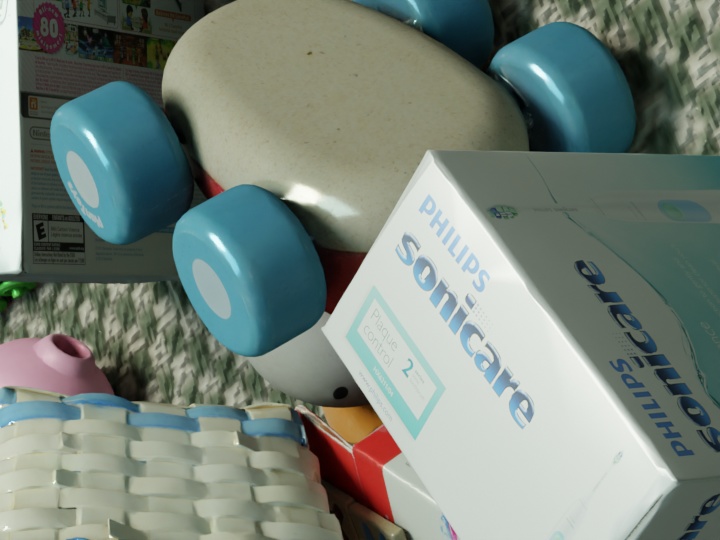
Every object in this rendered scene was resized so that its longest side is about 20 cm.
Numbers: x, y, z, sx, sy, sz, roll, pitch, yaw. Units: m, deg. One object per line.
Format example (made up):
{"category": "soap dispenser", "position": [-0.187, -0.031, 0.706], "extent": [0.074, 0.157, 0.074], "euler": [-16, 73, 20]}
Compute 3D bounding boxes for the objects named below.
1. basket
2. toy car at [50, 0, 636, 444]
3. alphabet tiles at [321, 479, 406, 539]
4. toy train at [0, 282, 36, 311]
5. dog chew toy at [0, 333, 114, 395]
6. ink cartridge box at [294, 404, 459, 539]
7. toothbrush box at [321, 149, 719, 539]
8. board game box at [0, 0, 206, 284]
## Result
{"category": "basket", "position": [-0.078, 0.148, 0.886], "extent": [0.139, 0.176, 0.200], "euler": [110, 162, -44]}
{"category": "toy car", "position": [0.000, 0.000, 0.983], "extent": [0.177, 0.184, 0.200], "euler": [38, 147, 42]}
{"category": "alphabet tiles", "position": [-0.015, 0.143, 1.013], "extent": [0.200, 0.008, 0.168], "euler": [24, 140, 54]}
{"category": "toy train", "position": [-0.187, -0.012, 1.252], "extent": [0.200, 0.056, 0.042], "euler": [-32, 67, 45]}
{"category": "dog chew toy", "position": [-0.187, 0.121, 1.210], "extent": [0.125, 0.124, 0.200], "euler": [45, 116, 40]}
{"category": "ink cartridge box", "position": [0.067, 0.117, 0.910], "extent": [0.200, 0.067, 0.116], "euler": [31, 145, 45]}
{"category": "toothbrush box", "position": [0.112, 0.038, 0.789], "extent": [0.147, 0.200, 0.085], "euler": [55, 128, 33]}
{"category": "board game box", "position": [-0.136, -0.096, 1.112], "extent": [0.064, 0.147, 0.201], "euler": [-3, 87, 31]}
